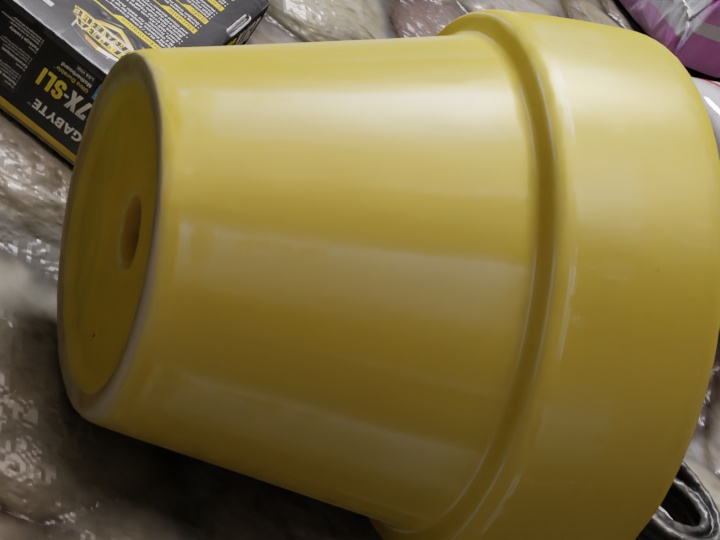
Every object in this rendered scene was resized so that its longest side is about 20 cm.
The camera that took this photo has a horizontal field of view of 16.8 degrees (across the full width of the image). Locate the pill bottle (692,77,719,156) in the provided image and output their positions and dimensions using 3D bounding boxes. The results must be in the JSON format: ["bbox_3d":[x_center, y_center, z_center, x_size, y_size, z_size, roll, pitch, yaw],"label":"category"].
[{"bbox_3d":[0.198,-0.036,1.233,0.200,0.112,0.112,3,43,-49],"label":"pill bottle"}]

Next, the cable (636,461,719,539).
[{"bbox_3d":[0.085,0.038,1.044,0.097,0.050,0.200,4,42,-48],"label":"cable"}]

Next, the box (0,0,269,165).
[{"bbox_3d":[-0.149,-0.138,1.033,0.200,0.049,0.160,38,29,-1],"label":"box"}]

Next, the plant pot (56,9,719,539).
[{"bbox_3d":[0.000,0.000,0.860,0.189,0.201,0.201,8,37,-21],"label":"plant pot"}]

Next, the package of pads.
[{"bbox_3d":[0.248,-0.171,1.548,0.200,0.076,0.121,12,38,-42],"label":"package of pads"}]
